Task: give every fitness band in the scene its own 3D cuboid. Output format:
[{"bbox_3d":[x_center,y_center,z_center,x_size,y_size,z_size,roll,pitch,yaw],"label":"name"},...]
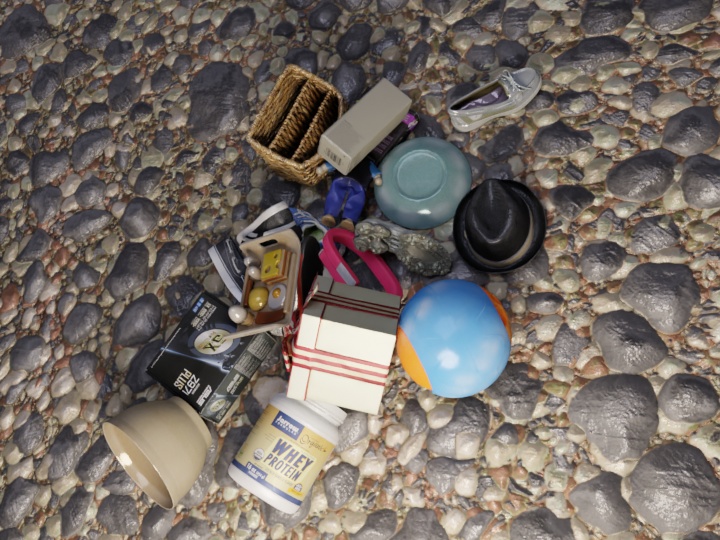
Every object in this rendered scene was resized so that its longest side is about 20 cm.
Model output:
[{"bbox_3d":[0.000,0.000,1.588,0.037,0.143,0.201,-50,58,26],"label":"fitness band"}]

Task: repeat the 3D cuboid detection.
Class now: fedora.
[{"bbox_3d":[0.253,-0.098,1.566,0.199,0.092,0.202,-7,65,16],"label":"fedora"}]

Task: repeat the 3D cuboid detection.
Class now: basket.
[{"bbox_3d":[-0.112,-0.294,1.715,0.142,0.149,0.201,21,73,30],"label":"basket"}]

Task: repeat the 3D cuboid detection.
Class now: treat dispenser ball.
[{"bbox_3d":[0.160,0.116,1.441,0.199,0.201,0.203,-7,64,16],"label":"treat dispenser ball"}]

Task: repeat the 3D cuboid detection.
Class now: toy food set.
[{"bbox_3d":[-0.189,0.026,1.565,0.143,0.060,0.202,-15,57,36],"label":"toy food set"}]

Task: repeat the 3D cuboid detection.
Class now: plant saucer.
[{"bbox_3d":[0.121,-0.183,1.670,0.199,0.039,0.203,-4,71,11],"label":"plant saucer"}]

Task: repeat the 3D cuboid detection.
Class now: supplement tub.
[{"bbox_3d":[-0.125,0.308,1.488,0.144,0.144,0.201,26,77,27],"label":"supplement tub"}]

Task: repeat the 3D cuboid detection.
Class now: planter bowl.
[{"bbox_3d":[-0.361,0.321,1.555,0.200,0.201,0.135,32,52,28],"label":"planter bowl"}]

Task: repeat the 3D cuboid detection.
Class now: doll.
[{"bbox_3d":[-0.025,-0.180,1.680,0.135,0.049,0.201,15,66,5],"label":"doll"}]

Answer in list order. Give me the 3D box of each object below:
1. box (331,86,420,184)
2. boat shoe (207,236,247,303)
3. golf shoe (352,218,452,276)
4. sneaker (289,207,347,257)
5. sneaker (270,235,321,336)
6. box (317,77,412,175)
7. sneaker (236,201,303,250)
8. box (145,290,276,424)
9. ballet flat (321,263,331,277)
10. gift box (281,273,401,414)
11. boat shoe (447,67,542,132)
[{"bbox_3d":[0.011,-0.277,1.766,0.143,0.036,0.201,33,82,29],"label":"box"},{"bbox_3d":[-0.242,0.008,1.711,0.068,0.072,0.200,-38,53,2],"label":"boat shoe"},{"bbox_3d":[0.087,-0.057,1.619,0.199,0.097,0.079,23,114,3],"label":"golf shoe"},{"bbox_3d":[-0.115,-0.088,1.701,0.199,0.077,0.076,26,79,29],"label":"sneaker"},{"bbox_3d":[-0.136,0.033,1.624,0.107,0.067,0.203,5,95,35],"label":"sneaker"},{"bbox_3d":[0.009,-0.288,1.672,0.082,0.068,0.200,41,65,9],"label":"box"},{"bbox_3d":[-0.179,-0.050,1.677,0.073,0.200,0.112,-27,86,-31],"label":"sneaker"},{"bbox_3d":[-0.292,0.169,1.643,0.163,0.086,0.201,31,79,27],"label":"box"},{"bbox_3d":[-0.040,0.053,1.614,0.069,0.071,0.201,-28,61,-3],"label":"ballet flat"},{"bbox_3d":[-0.034,0.109,1.452,0.185,0.185,0.202,11,109,1],"label":"gift box"},{"bbox_3d":[0.271,-0.352,1.690,0.201,0.065,0.075,-25,61,7],"label":"boat shoe"}]
